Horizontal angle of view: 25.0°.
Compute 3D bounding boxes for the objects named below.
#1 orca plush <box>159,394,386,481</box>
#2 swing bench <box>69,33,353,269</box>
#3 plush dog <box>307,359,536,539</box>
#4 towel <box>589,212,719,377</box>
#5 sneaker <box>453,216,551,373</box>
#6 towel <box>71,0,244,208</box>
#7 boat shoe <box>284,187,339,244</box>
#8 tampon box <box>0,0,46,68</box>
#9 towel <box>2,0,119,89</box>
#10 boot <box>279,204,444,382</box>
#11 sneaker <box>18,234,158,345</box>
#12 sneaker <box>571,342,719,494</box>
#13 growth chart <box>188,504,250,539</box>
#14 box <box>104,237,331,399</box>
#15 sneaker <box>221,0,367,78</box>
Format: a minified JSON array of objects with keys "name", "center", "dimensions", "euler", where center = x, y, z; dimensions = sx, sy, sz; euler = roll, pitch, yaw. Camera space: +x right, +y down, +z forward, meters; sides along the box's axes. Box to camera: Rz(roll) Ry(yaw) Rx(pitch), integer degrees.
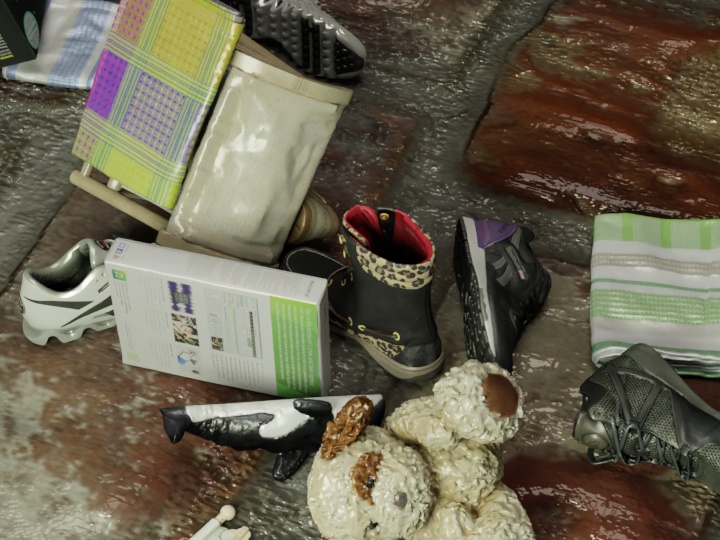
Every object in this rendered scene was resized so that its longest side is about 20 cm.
[{"name":"orca plush","center":[-0.073,0.149,1.419],"dimensions":[0.200,0.105,0.071],"euler":[0,82,-31]},{"name":"swing bench","center":[-0.143,-0.126,1.560],"dimensions":[0.200,0.199,0.130],"euler":[33,16,36]},{"name":"plush dog","center":[0.037,0.170,1.354],"dimensions":[0.172,0.200,0.160],"euler":[-10,13,-22]},{"name":"towel","center":[0.297,0.018,1.569],"dimensions":[0.149,0.031,0.200],"euler":[4,47,4]},{"name":"sneaker","center":[0.143,0.023,1.539],"dimensions":[0.087,0.076,0.200],"euler":[2,46,-6]},{"name":"towel","center":[-0.188,-0.173,1.505],"dimensions":[0.144,0.200,0.023],"euler":[30,16,30]},{"name":"boat shoe","center":[-0.103,-0.080,1.650],"dimensions":[0.064,0.071,0.200],"euler":[3,27,-48]},{"name":"tampon box","center":[-0.442,-0.335,1.780],"dimensions":[0.126,0.200,0.150],"euler":[-12,46,11]},{"name":"towel","center":[-0.294,-0.257,1.842],"dimensions":[0.200,0.024,0.147],"euler":[8,48,8]},{"name":"boot","center":[0.000,0.000,1.505],"dimensions":[0.073,0.151,0.200],"euler":[-32,53,-27]},{"name":"sneaker","center":[-0.229,0.003,1.551],"dimensions":[0.200,0.089,0.074],"euler":[-21,48,-21]},{"name":"sneaker","center":[0.260,0.152,1.413],"dimensions":[0.114,0.076,0.199],"euler":[-26,49,-20]},{"name":"growth chart","center":[-0.096,0.289,1.324],"dimensions":[0.145,0.018,0.200],"euler":[-36,56,-28]},{"name":"box","center":[-0.125,0.047,1.467],"dimensions":[0.200,0.144,0.036],"euler":[12,49,11]},{"name":"sneaker","center":[-0.065,-0.282,1.833],"dimensions":[0.200,0.075,0.081],"euler":[32,45,26]}]
